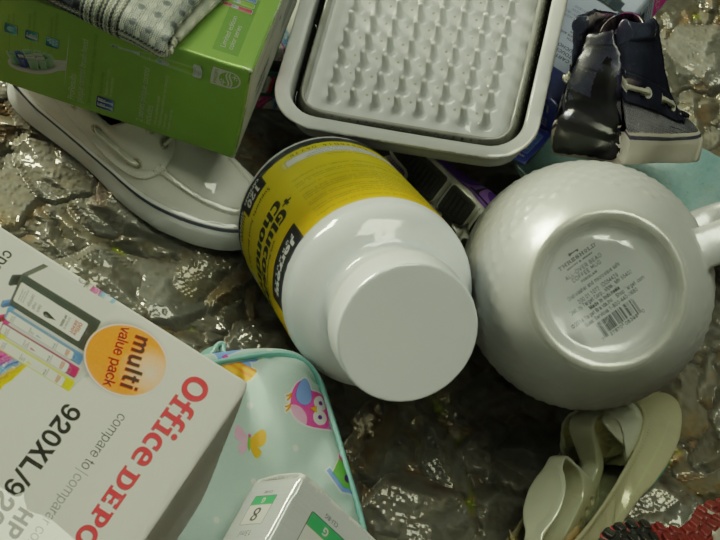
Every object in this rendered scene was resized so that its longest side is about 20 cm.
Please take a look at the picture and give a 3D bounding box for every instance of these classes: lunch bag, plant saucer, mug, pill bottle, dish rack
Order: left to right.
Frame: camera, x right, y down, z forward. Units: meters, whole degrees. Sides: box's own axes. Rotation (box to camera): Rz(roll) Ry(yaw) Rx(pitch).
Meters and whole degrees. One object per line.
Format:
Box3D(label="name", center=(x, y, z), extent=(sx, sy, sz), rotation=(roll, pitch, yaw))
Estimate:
Box3D(label="lunch bag", center=(-0.098, 0.125, 1.061), extent=(0.199, 0.077, 0.161), rotation=(-9, 73, -34))
Box3D(label="pill bottle", center=(0.000, 0.000, 1.138), extent=(0.111, 0.113, 0.200), rotation=(5, 18, -17))
Box3D(label="dish rack", center=(0.044, -0.154, 1.262), extent=(0.171, 0.044, 0.201), rotation=(10, 60, 8))
Box3D(label="mug", center=(0.158, -0.001, 1.135), extent=(0.199, 0.175, 0.148), rotation=(-22, 91, 1))
Box3D(label="plant saucer", center=(0.188, -0.047, 1.321), extent=(0.200, 0.039, 0.201), rotation=(14, 26, -7))

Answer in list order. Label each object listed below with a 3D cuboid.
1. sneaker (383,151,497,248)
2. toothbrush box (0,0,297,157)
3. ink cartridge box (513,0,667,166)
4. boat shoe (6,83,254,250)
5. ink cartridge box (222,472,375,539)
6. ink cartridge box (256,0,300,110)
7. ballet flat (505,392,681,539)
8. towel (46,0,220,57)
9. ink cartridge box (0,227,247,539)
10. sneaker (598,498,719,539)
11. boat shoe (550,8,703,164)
Box3D(label="sneaker", center=(0.092, -0.011, 1.277), extent=(0.200, 0.081, 0.083), rotation=(40, 34, 0))
Box3D(label="toothbrush box", center=(-0.145, -0.176, 1.202), extent=(0.199, 0.086, 0.146), rotation=(18, 53, -1))
Box3D(label="ink cartridge box", center=(0.119, -0.171, 1.319), extent=(0.119, 0.042, 0.200), rotation=(31, 65, 19))
Box3D(label="boat shoe", center=(-0.136, -0.090, 1.238), extent=(0.200, 0.066, 0.072), rotation=(39, 51, 10))
Box3D(label="ink cartridge box", center=(-0.032, 0.230, 0.988), extent=(0.161, 0.050, 0.201), rotation=(45, 54, -24))
Box3D(label="ink cartridge box", center=(-0.058, -0.173, 1.329), extent=(0.199, 0.067, 0.117), rotation=(5, 55, -18))
Box3D(label="ballet flat", center=(0.138, 0.124, 1.175), extent=(0.069, 0.070, 0.200), rotation=(32, 50, 4))
Box3D(label="towel", center=(-0.145, -0.227, 1.173), extent=(0.192, 0.035, 0.200), rotation=(27, 55, 12))
Box3D(label="ink cartridge box", center=(-0.181, 0.084, 0.901), extent=(0.199, 0.145, 0.147), rotation=(32, 53, 3))
Box3D(label="sneaker", center=(0.198, 0.190, 1.161), extent=(0.199, 0.082, 0.078), rotation=(1, 33, -38))
Box3D(label="boat shoe", center=(0.182, -0.120, 1.267), extent=(0.074, 0.093, 0.200), rotation=(10, 9, 20))
